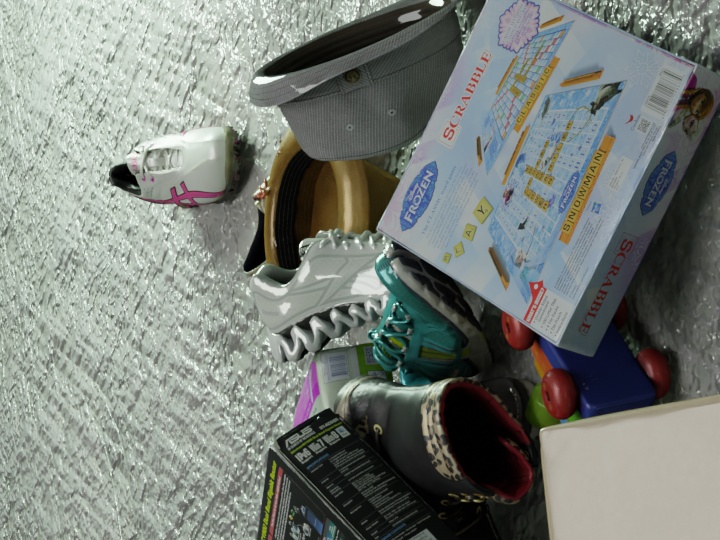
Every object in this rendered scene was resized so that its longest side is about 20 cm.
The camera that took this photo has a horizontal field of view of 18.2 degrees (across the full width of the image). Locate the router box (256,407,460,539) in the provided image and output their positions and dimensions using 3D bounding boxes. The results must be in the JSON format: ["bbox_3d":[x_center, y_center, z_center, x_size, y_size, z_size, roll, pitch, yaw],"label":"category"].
[{"bbox_3d":[-0.007,0.219,1.650,0.150,0.062,0.200,44,147,25],"label":"router box"}]

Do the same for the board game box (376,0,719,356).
[{"bbox_3d":[0.123,-0.074,1.494,0.199,0.041,0.201,35,101,45],"label":"board game box"}]

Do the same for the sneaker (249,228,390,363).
[{"bbox_3d":[0.000,0.000,1.735,0.200,0.075,0.081,-26,95,23],"label":"sneaker"}]

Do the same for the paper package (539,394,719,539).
[{"bbox_3d":[0.210,0.175,1.273,0.190,0.103,0.201,-13,76,34],"label":"paper package"}]

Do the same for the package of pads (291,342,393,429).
[{"bbox_3d":[-0.009,0.165,1.819,0.200,0.068,0.155,106,156,-66],"label":"package of pads"}]

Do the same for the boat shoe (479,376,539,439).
[{"bbox_3d":[0.068,0.120,1.715,0.200,0.057,0.067,147,120,-61],"label":"boat shoe"}]

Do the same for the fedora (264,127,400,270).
[{"bbox_3d":[-0.013,-0.041,1.863,0.200,0.082,0.202,180,90,-65],"label":"fedora"}]

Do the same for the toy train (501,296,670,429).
[{"bbox_3d":[0.136,0.060,1.556,0.200,0.084,0.116,-118,23,-45],"label":"toy train"}]

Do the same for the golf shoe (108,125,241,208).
[{"bbox_3d":[-0.182,-0.098,2.219,0.200,0.092,0.073,-19,71,63],"label":"golf shoe"}]

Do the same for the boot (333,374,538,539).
[{"bbox_3d":[0.073,0.158,1.614,0.200,0.073,0.150,61,152,-8],"label":"boot"}]

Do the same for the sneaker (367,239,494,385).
[{"bbox_3d":[0.044,0.044,1.641,0.078,0.079,0.200,57,179,29],"label":"sneaker"}]

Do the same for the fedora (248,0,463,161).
[{"bbox_3d":[0.017,-0.145,1.729,0.177,0.199,0.091,-111,-3,-76],"label":"fedora"}]

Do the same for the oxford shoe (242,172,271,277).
[{"bbox_3d":[-0.052,-0.071,1.955,0.070,0.075,0.201,-126,43,-53],"label":"oxford shoe"}]
